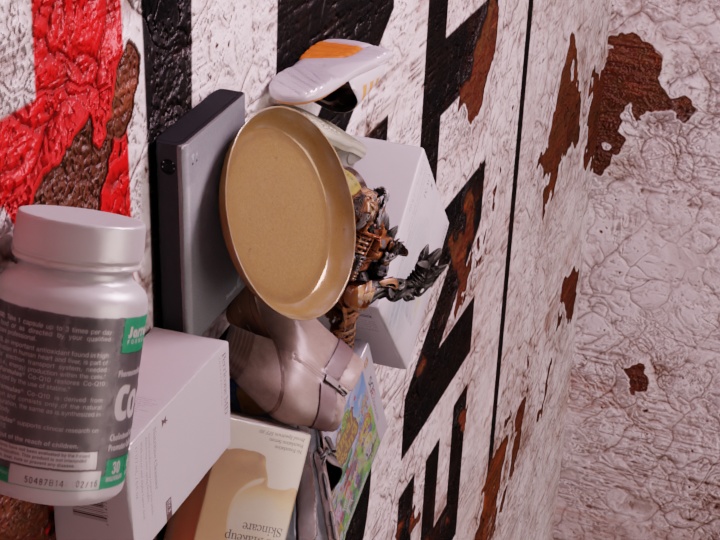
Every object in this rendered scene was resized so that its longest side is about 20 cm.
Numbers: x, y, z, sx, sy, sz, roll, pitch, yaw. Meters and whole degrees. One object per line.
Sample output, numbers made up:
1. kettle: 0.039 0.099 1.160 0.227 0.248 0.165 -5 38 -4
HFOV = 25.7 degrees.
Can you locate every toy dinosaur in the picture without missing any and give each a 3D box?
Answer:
1. toy dinosaur: 0.000 0.000 1.637 0.135 0.102 0.201 -20 154 -43

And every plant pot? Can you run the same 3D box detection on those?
1. plant pot: -0.072 -0.052 1.482 0.199 0.027 0.203 18 68 -53

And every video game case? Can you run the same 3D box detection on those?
1. video game case: -0.020 0.210 1.789 0.183 0.022 0.201 77 31 -52

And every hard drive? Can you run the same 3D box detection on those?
1. hard drive: -0.145 -0.049 1.456 0.140 0.033 0.202 -53 149 -57

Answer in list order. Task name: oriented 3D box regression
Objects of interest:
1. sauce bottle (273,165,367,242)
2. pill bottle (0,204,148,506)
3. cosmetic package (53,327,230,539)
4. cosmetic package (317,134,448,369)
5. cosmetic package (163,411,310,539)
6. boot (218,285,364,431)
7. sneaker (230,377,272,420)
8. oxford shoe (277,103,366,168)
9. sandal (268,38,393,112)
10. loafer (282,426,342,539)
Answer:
1. sauce bottle: -0.056 -0.059 1.590 0.200 0.064 0.066 -29 128 -63
2. pill bottle: -0.216 0.059 1.150 0.113 0.112 0.203 -15 115 -71
3. cosmetic package: -0.185 0.144 1.359 0.200 0.080 0.114 -50 144 -57
4. cosmetic package: 0.012 -0.020 1.840 0.200 0.122 0.201 65 39 -65
5. cosmetic package: -0.127 0.241 1.532 0.104 0.071 0.203 13 89 -29
6. boot: -0.062 0.064 1.577 0.070 0.145 0.201 -43 -157 51
7. sneaker: -0.110 0.141 1.653 0.201 0.074 0.089 76 14 -62
8. oxford shoe: -0.046 -0.132 1.680 0.058 0.075 0.200 -55 163 5
9. sandal: -0.037 -0.194 1.664 0.206 0.078 0.060 -38 138 -53
10. loafer: -0.042 0.224 1.613 0.201 0.062 0.072 -87 170 -47
